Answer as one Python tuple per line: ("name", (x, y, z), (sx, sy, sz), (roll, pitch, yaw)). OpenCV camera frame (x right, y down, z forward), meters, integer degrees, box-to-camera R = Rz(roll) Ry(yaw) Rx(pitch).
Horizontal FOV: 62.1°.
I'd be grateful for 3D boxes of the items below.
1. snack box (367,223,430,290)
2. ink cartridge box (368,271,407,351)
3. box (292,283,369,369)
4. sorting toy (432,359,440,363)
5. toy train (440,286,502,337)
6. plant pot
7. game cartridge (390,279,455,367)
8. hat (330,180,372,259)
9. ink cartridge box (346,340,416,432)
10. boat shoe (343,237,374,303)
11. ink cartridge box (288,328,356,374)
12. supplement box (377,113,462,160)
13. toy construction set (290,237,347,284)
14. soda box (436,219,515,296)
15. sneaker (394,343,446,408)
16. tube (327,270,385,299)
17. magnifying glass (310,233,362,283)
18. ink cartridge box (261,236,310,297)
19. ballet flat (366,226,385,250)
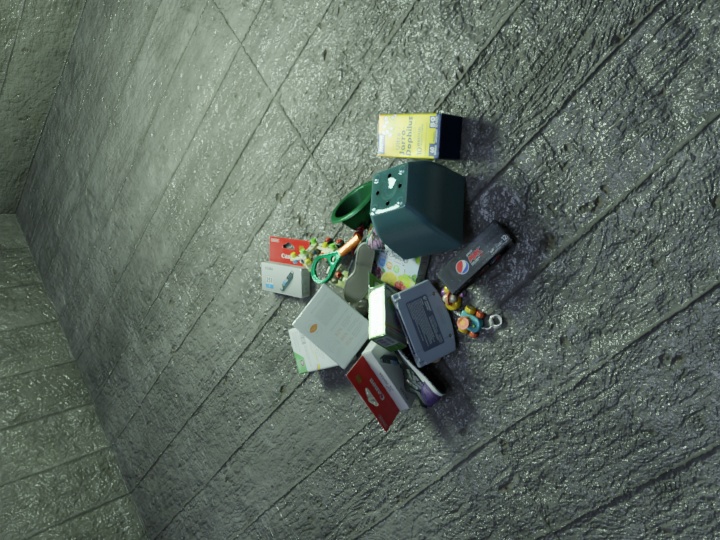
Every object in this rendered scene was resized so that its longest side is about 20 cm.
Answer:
("snack box", (0.099, -0.035, 1.683), (0.197, 0.052, 0.146), (25, 110, 37))
("ink cartridge box", (0.072, 0.104, 1.621), (0.058, 0.103, 0.205), (-20, 55, 31))
("box", (-0.076, 0.161, 1.745), (0.199, 0.106, 0.153), (40, 86, 3))
("sorting toy", (0.132, 0.166, 1.691), (0.196, 0.036, 0.191), (-7, 92, 36))
("toy train", (0.276, 0.072, 1.546), (0.149, 0.055, 0.204), (-34, 74, 38))
("plant pot", (0.128, -0.165, 1.507), (0.193, 0.198, 0.201), (-12, 66, 40))
("game cartridge", (0.174, 0.137, 1.594), (0.205, 0.130, 0.041), (69, 160, 1))
("hat", (0.021, -0.132, 1.746), (0.197, 0.167, 0.177), (-24, 118, 35))
("ink cartridge box", (0.069, 0.302, 1.634), (0.044, 0.176, 0.202), (-24, 106, 42))
("boat shoe", (0.000, 0.000, 1.720), (0.071, 0.063, 0.204), (14, 118, -5))
("ink cartridge box", (-0.120, 0.232, 1.887), (0.197, 0.086, 0.149), (-19, 84, 42))
("supplement box", (0.152, -0.348, 1.559), (0.196, 0.108, 0.112), (11, 103, 39))
("toy construction set", (-0.111, -0.038, 1.809), (0.198, 0.130, 0.094), (27, 142, 41))
("soda box", (0.286, -0.029, 1.480), (0.200, 0.063, 0.071), (-44, 68, 14))
("sneaker", (0.136, 0.284, 1.628), (0.088, 0.075, 0.201), (-49, 68, 22))
("tube", (-0.013, 0.040, 1.791), (0.197, 0.051, 0.060), (16, 108, 38))
("magnifying glass", (-0.070, -0.036, 1.708), (0.199, 0.022, 0.081), (-41, 62, 29))
("ink cartridge box", (-0.249, -0.014, 1.983), (0.196, 0.044, 0.182), (8, 102, 39))
("ballet flat", (0.077, -0.142, 1.650), (0.069, 0.070, 0.204), (15, 67, 13))
